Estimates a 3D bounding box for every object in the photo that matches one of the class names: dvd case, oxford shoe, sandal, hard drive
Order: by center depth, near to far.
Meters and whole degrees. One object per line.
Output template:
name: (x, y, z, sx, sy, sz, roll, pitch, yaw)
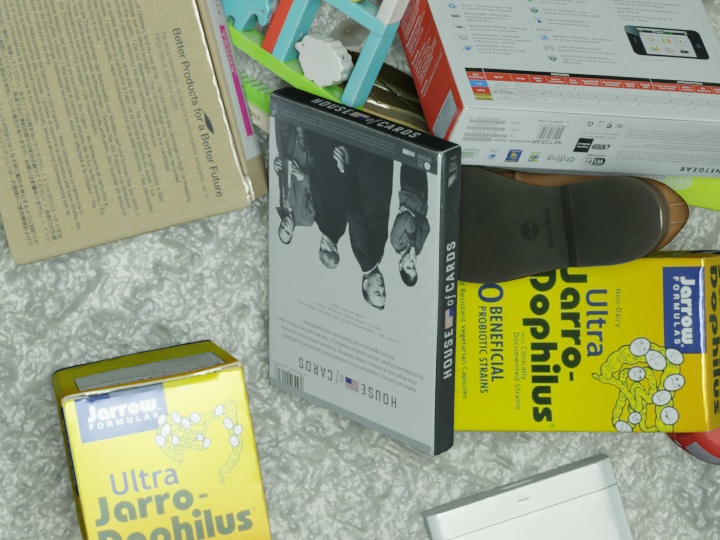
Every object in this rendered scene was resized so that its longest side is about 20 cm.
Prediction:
oxford shoe: (0.108, -0.029, 1.555, 0.199, 0.071, 0.072, 3, 96, 31)
dvd case: (0.000, 0.000, 1.575, 0.025, 0.150, 0.201, -21, 122, -41)
sandal: (0.038, -0.084, 1.657, 0.199, 0.080, 0.054, 27, 110, -13)
hard drive: (0.132, 0.239, 1.701, 0.131, 0.027, 0.201, -17, 95, -8)

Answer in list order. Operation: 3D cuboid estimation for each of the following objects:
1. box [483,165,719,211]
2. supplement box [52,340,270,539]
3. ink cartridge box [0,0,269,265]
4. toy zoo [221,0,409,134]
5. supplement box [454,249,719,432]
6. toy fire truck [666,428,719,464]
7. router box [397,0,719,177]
box: (0.152, -0.107, 1.640, 0.199, 0.122, 0.048, 11, 134, -13)
supplement box: (-0.125, 0.112, 1.561, 0.108, 0.200, 0.110, -11, 94, -8)
ink cartridge box: (-0.161, -0.121, 1.596, 0.164, 0.075, 0.201, -13, 95, 10)
toy zoo: (-0.031, -0.181, 1.588, 0.131, 0.020, 0.201, 35, 118, 21)
supplement box: (0.137, 0.044, 1.611, 0.199, 0.109, 0.110, -1, 93, 21)
toy fire truck: (0.274, 0.037, 1.657, 0.049, 0.141, 0.201, 25, 88, -9)
router box: (0.128, -0.142, 1.593, 0.199, 0.180, 0.049, 2, 137, -20)
